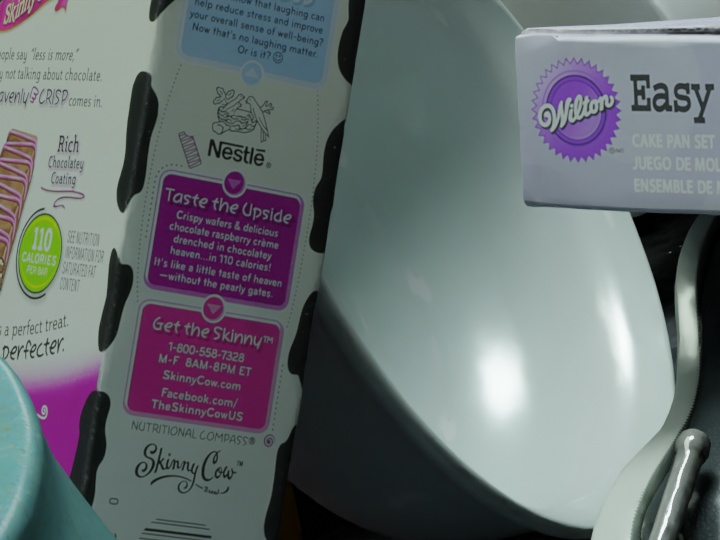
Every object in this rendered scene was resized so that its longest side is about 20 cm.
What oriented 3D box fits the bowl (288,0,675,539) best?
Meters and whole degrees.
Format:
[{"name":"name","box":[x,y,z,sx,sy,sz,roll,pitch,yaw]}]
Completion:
[{"name":"bowl","box":[0.000,0.000,0.870,0.090,0.202,0.201,-27,15,28]}]

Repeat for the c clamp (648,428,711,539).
[{"name":"c clamp","box":[0.115,0.090,0.607,0.199,0.027,0.171,-10,45,43]}]

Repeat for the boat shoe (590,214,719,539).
[{"name":"boat shoe","box":[0.115,0.038,0.782,0.060,0.076,0.200,-20,30,31]}]

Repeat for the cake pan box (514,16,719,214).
[{"name":"cake pan box","box":[0.163,-0.044,0.771,0.199,0.053,0.184,3,6,34]}]

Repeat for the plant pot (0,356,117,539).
[{"name":"plant pot","box":[-0.106,0.117,0.589,0.199,0.189,0.200,-8,33,5]}]

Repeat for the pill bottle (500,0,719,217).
[{"name":"pill bottle","box":[0.128,-0.099,1.044,0.114,0.114,0.200,-14,14,43]}]

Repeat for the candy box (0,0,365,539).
[{"name":"candy box","box":[-0.069,0.008,0.766,0.061,0.201,0.136,9,-1,-32]}]

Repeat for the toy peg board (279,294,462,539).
[{"name":"toy peg board","box":[-0.085,0.055,1.020,0.198,0.098,0.200,-19,23,-22]}]
